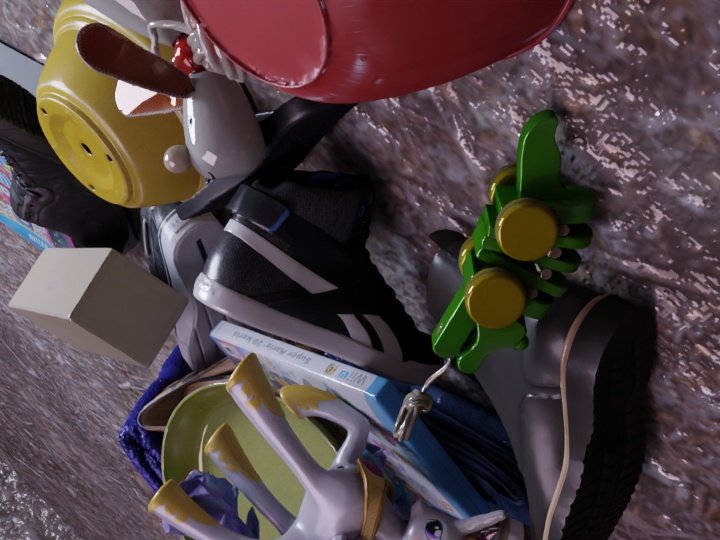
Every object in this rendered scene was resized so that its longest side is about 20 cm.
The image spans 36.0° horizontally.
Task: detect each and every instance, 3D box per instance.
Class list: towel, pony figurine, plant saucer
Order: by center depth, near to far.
[{"bbox_3d":[-0.028,0.175,0.691,0.200,0.193,0.167,36,-167,11],"label":"pony figurine"},{"bbox_3d":[0.061,0.122,0.791,0.200,0.049,0.112,25,163,34],"label":"towel"},{"bbox_3d":[-0.065,0.171,0.823,0.200,0.031,0.200,13,115,31],"label":"plant saucer"},{"bbox_3d":[-0.154,0.162,1.048,0.148,0.050,0.200,51,-164,-11],"label":"towel"}]

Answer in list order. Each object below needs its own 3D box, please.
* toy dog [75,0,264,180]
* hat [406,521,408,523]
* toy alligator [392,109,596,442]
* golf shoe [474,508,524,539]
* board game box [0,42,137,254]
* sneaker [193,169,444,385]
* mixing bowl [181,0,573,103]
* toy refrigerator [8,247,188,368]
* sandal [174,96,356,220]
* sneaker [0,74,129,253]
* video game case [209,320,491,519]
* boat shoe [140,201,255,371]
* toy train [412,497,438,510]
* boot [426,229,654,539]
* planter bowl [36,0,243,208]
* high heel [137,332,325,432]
[{"bbox_3d":[-0.135,-0.137,0.606,0.200,0.096,0.132,62,174,21],"label":"toy dog"},{"bbox_3d":[-0.022,0.210,1.000,0.201,0.200,0.081,-9,81,59],"label":"hat"},{"bbox_3d":[0.076,0.014,0.576,0.054,0.059,0.200,18,114,-7],"label":"toy alligator"},{"bbox_3d":[0.111,0.247,0.914,0.092,0.073,0.200,10,143,-3],"label":"golf shoe"},{"bbox_3d":[-0.294,-0.101,0.994,0.147,0.064,0.200,30,150,29],"label":"board game box"},{"bbox_3d":[0.000,0.000,0.708,0.200,0.112,0.073,22,-177,-39],"label":"sneaker"},{"bbox_3d":[-0.016,-0.147,0.478,0.200,0.108,0.200,35,153,21],"label":"mixing bowl"},{"bbox_3d":[-0.219,0.024,0.913,0.076,0.070,0.200,36,163,-25],"label":"toy refrigerator"},{"bbox_3d":[-0.063,-0.083,0.686,0.045,0.075,0.200,60,145,2],"label":"sandal"},{"bbox_3d":[-0.253,-0.077,0.875,0.200,0.104,0.060,23,-146,-42],"label":"sneaker"},{"bbox_3d":[-0.012,0.104,0.777,0.200,0.018,0.143,13,146,51],"label":"video game case"},{"bbox_3d":[-0.136,0.008,0.929,0.071,0.072,0.200,45,152,34],"label":"boat shoe"},{"bbox_3d":[-0.028,0.182,0.897,0.056,0.200,0.150,59,175,-37],"label":"toy train"},{"bbox_3d":[0.097,0.078,0.667,0.138,0.077,0.200,30,130,37],"label":"boot"},{"bbox_3d":[-0.166,-0.106,0.779,0.200,0.083,0.200,34,151,21],"label":"planter bowl"},{"bbox_3d":[-0.101,0.094,0.894,0.071,0.142,0.200,70,158,11],"label":"high heel"}]
